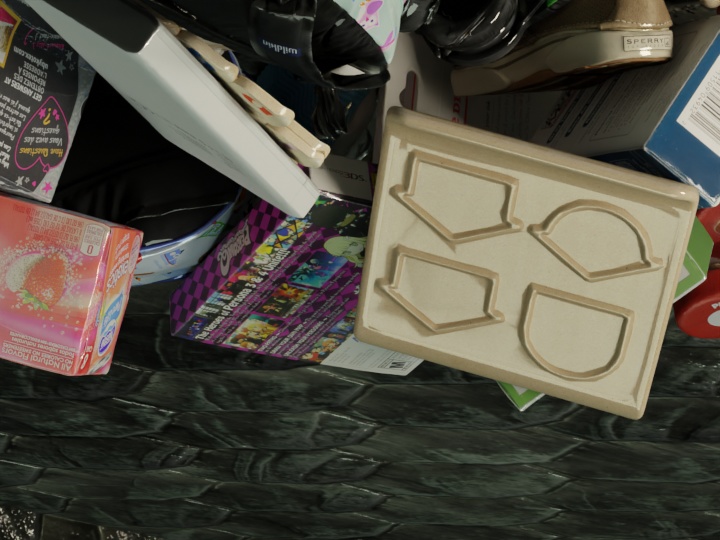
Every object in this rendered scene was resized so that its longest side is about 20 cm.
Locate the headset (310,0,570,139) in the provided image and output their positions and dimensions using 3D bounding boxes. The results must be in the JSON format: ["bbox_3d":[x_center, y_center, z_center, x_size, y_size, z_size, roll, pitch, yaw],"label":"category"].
[{"bbox_3d":[0.040,-0.148,1.467,0.123,0.095,0.199,18,149,-41],"label":"headset"}]

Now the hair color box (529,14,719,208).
[{"bbox_3d":[0.175,-0.089,1.541,0.060,0.100,0.200,38,168,-15],"label":"hair color box"}]

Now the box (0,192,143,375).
[{"bbox_3d":[-0.244,-0.005,1.551,0.199,0.095,0.103,15,180,6],"label":"box"}]

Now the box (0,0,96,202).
[{"bbox_3d":[-0.274,-0.125,1.520,0.199,0.115,0.132,16,173,31],"label":"box"}]

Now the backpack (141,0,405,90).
[{"bbox_3d":[-0.044,-0.173,1.326,0.166,0.127,0.200,20,175,34],"label":"backpack"}]

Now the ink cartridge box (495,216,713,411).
[{"bbox_3d":[0.167,-0.001,1.608,0.200,0.059,0.104,-38,-177,16],"label":"ink cartridge box"}]

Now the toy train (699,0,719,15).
[{"bbox_3d":[0.249,-0.133,1.555,0.150,0.056,0.200,36,169,-11],"label":"toy train"}]

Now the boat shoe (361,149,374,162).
[{"bbox_3d":[0.059,-0.054,1.809,0.199,0.075,0.068,0,173,-43],"label":"boat shoe"}]

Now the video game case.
[{"bbox_3d":[0.000,0.000,1.631,0.180,0.036,0.200,10,148,-27],"label":"video game case"}]

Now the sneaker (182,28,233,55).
[{"bbox_3d":[-0.089,-0.163,1.505,0.087,0.075,0.199,22,158,-36],"label":"sneaker"}]

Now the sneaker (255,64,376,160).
[{"bbox_3d":[-0.028,-0.101,1.741,0.080,0.077,0.200,-14,170,-25],"label":"sneaker"}]

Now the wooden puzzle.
[{"bbox_3d":[0.096,-0.009,1.513,0.184,0.046,0.201,16,136,8],"label":"wooden puzzle"}]

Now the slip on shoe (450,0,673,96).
[{"bbox_3d":[0.117,-0.142,1.538,0.076,0.061,0.200,-5,178,-24],"label":"slip on shoe"}]

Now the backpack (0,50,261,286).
[{"bbox_3d":[-0.151,-0.071,1.668,0.189,0.201,0.154,-7,168,18],"label":"backpack"}]

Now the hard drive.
[{"bbox_3d":[-0.114,-0.108,1.460,0.132,0.027,0.200,32,173,35],"label":"hard drive"}]

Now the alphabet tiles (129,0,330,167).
[{"bbox_3d":[-0.106,-0.126,1.475,0.200,0.015,0.196,39,173,-15],"label":"alphabet tiles"}]

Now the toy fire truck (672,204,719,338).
[{"bbox_3d":[0.314,-0.031,1.837,0.199,0.113,0.168,10,146,-22],"label":"toy fire truck"}]

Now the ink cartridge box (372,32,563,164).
[{"bbox_3d":[0.073,-0.082,1.665,0.199,0.118,0.067,18,160,-36],"label":"ink cartridge box"}]
